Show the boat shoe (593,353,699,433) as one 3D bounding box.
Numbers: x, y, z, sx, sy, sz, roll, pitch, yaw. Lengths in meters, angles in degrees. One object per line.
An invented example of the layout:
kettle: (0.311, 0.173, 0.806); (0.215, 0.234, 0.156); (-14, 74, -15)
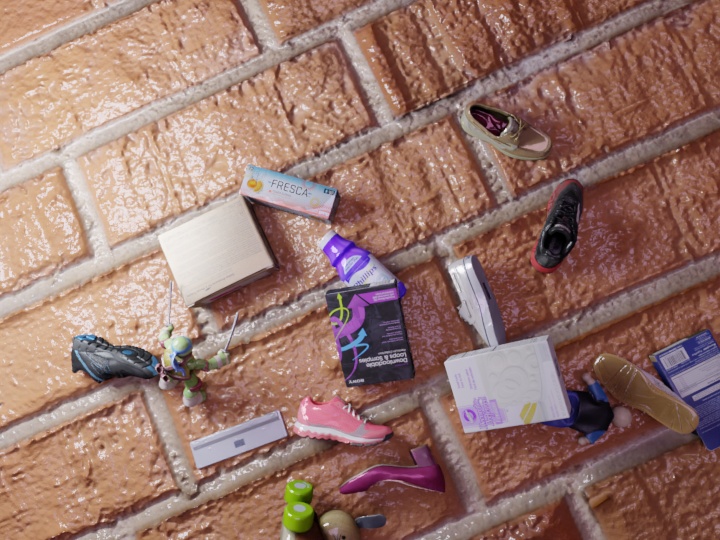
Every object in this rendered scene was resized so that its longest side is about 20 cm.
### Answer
boat shoe: (0.543, 0.233, 1.053); (0.200, 0.069, 0.071); (40, 108, 26)

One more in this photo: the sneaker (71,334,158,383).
sneaker: (-0.508, 0.195, 1.137); (0.199, 0.073, 0.082); (15, 96, 14)

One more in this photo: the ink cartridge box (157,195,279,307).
ink cartridge box: (-0.292, -0.037, 1.140); (0.199, 0.075, 0.165); (-25, 83, 0)

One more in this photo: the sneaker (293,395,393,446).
sneaker: (-0.032, 0.293, 1.082); (0.199, 0.074, 0.087); (6, 82, 5)

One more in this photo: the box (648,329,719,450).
box: (0.665, 0.230, 1.059); (0.121, 0.032, 0.201); (-26, 80, 1)

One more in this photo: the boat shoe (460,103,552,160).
boat shoe: (0.302, -0.287, 1.131); (0.199, 0.066, 0.074); (21, 85, 6)

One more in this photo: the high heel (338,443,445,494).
high heel: (0.062, 0.417, 1.060); (0.199, 0.067, 0.097); (-22, 71, -2)

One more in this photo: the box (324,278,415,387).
box: (0.021, 0.126, 1.077); (0.142, 0.036, 0.201); (-10, 104, 11)

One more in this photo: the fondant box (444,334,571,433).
fondant box: (0.276, 0.216, 1.035); (0.199, 0.058, 0.145); (-17, 89, 26)

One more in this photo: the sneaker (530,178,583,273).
sneaker: (0.400, -0.094, 1.086); (0.071, 0.098, 0.201); (21, 84, 8)

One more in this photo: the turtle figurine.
turtle figurine: (-0.328, 0.163, 1.087); (0.143, 0.194, 0.201); (9, 43, -16)

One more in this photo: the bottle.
bottle: (0.000, 0.000, 1.118); (0.200, 0.065, 0.084); (44, 93, 8)

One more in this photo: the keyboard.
keyboard: (-0.250, 0.346, 1.125); (0.199, 0.011, 0.057); (-21, 87, 2)

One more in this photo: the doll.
doll: (0.425, 0.266, 1.064); (0.199, 0.048, 0.137); (10, 85, 6)

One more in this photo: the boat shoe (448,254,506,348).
boat shoe: (0.229, 0.072, 1.099); (0.070, 0.071, 0.201); (-21, 91, 32)

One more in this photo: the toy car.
toy car: (-0.053, 0.508, 1.029); (0.199, 0.158, 0.165); (8, 96, -7)

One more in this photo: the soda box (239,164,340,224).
soda box: (-0.147, -0.158, 1.150); (0.199, 0.064, 0.069); (17, 84, 5)
